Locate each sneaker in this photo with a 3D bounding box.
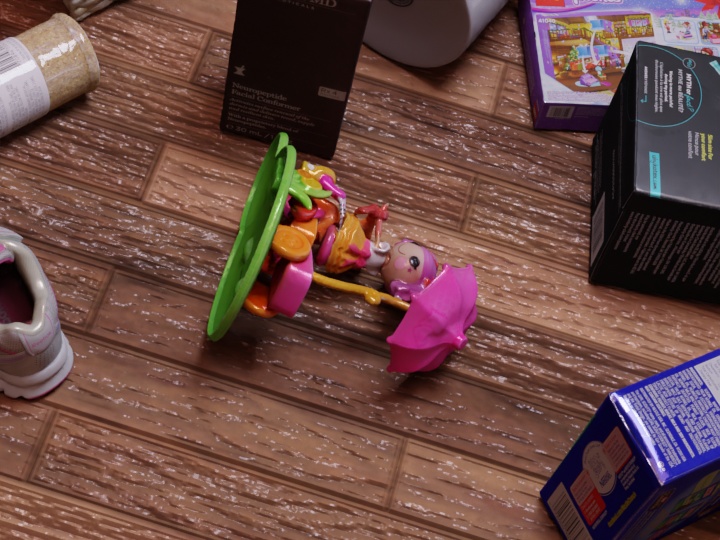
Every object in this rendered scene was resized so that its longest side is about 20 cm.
[{"bbox_3d":[-0.275,-0.007,1.153,0.200,0.088,0.081,43,60,9],"label":"sneaker"}]

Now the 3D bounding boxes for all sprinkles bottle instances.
[{"bbox_3d":[-0.298,-0.128,1.250,0.199,0.069,0.068,-32,68,-27],"label":"sprinkles bottle"}]

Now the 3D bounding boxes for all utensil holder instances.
[{"bbox_3d":[0.077,-0.293,1.368,0.169,0.171,0.201,31,60,11],"label":"utensil holder"}]

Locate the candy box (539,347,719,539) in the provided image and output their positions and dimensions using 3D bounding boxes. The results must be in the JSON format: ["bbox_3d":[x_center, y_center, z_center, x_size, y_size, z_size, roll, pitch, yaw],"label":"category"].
[{"bbox_3d":[0.244,0.116,1.132,0.198,0.170,0.078,-19,66,-22],"label":"candy box"}]

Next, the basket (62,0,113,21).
[{"bbox_3d":[-0.197,-0.343,1.311,0.199,0.199,0.162,-31,75,-13],"label":"basket"}]

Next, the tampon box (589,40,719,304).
[{"bbox_3d":[0.293,-0.067,1.284,0.197,0.127,0.151,11,57,-4],"label":"tampon box"}]

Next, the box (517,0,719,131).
[{"bbox_3d":[0.240,-0.183,1.401,0.197,0.039,0.138,2,58,-9],"label":"box"}]

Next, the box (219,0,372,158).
[{"bbox_3d":[-0.046,-0.180,1.249,0.099,0.201,0.076,14,56,-1],"label":"box"}]

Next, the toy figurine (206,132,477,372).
[{"bbox_3d":[0.000,0.000,1.211,0.182,0.151,0.201,23,30,-11],"label":"toy figurine"}]
